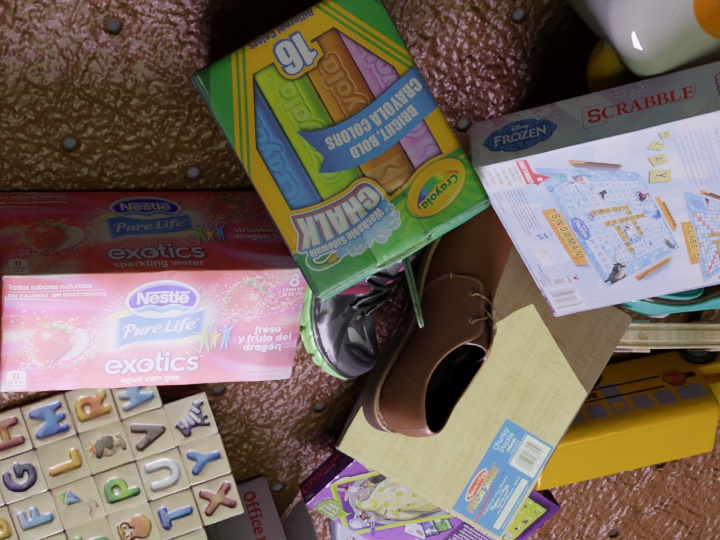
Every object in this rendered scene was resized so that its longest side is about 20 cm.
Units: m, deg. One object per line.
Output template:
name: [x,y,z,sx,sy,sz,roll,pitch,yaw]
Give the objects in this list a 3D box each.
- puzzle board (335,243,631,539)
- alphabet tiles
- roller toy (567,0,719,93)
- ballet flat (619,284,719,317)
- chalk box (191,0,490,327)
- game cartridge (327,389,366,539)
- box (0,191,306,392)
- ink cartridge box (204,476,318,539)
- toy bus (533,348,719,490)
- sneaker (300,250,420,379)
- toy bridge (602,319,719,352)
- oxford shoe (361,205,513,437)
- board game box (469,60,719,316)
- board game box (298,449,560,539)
puzzle board: [0.094,0.084,1.086,0.150,0.017,0.201,30,91,-11]
alphabet tiles: [-0.195,0.168,1.070,0.199,0.006,0.167,-18,101,-7]
roller toy: [0.223,-0.206,0.910,0.199,0.140,0.183,-22,129,-3]
ballet flat: [0.262,0.010,1.136,0.199,0.068,0.071,-4,146,-15]
chalk box: [0.002,-0.062,0.890,0.124,0.125,0.201,-30,95,3]
game cartridge: [0.042,0.168,1.188,0.133,0.041,0.201,-3,125,-23]
box: [-0.145,0.011,0.962,0.199,0.103,0.095,-1,125,-18]
ink cartridge box: [-0.119,0.271,1.144,0.199,0.129,0.126,-17,129,-6]
toy bus: [0.226,0.119,1.190,0.199,0.078,0.065,-11,128,-12]
sneaker: [0.000,0.000,1.011,0.083,0.077,0.201,6,129,11]
toy bridge: [0.209,0.051,1.139,0.199,0.067,0.027,2,88,-21]
oxford shoe: [0.075,0.029,1.019,0.071,0.071,0.201,31,77,-37]
board game box: [0.197,-0.050,0.959,0.198,0.041,0.200,-12,146,18]
board game box: [0.060,0.185,1.168,0.120,0.032,0.200,-46,126,10]
